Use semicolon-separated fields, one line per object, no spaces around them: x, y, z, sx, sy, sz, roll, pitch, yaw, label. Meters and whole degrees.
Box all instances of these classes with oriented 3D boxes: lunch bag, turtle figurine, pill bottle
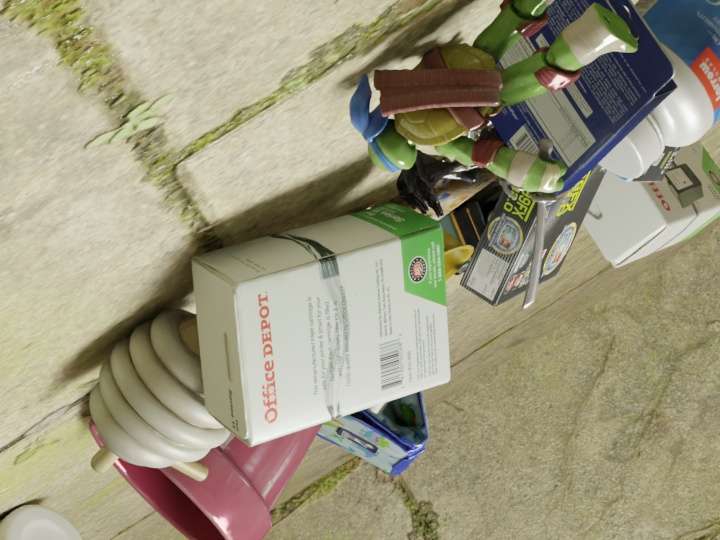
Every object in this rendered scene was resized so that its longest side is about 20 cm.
0.000;0.118;1.863;0.127;0.200;0.170;-30;170;-12;lunch bag
0.111;-0.122;1.257;0.194;0.200;0.144;-41;-159;23;turtle figurine
-0.407;0.356;2.001;0.200;0.112;0.112;-39;168;34;pill bottle
0.255;-0.170;1.407;0.200;0.112;0.112;-47;173;-14;pill bottle

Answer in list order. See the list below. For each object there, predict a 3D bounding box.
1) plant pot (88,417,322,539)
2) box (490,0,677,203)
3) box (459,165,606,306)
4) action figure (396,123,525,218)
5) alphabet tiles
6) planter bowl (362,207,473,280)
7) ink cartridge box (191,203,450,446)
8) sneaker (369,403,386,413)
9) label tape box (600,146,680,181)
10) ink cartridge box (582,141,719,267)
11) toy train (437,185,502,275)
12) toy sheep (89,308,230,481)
-0.132;0.154;1.718;0.179;0.200;0.200;-46;174;-18;plant pot
0.162;-0.148;1.325;0.032;0.121;0.200;-25;167;-32;box
0.182;-0.074;1.698;0.160;0.044;0.201;-20;138;-60;box
0.128;-0.108;1.471;0.200;0.102;0.119;-30;-177;-14;action figure
0.090;-0.081;1.749;0.200;0.008;0.167;-36;169;16;alphabet tiles
0.000;0.000;1.639;0.200;0.084;0.200;-31;170;-6;planter bowl
-0.031;0.041;1.457;0.199;0.147;0.083;-15;-156;-29;ink cartridge box
0.024;0.037;1.764;0.074;0.080;0.201;110;3;-71;sneaker
0.285;-0.159;1.660;0.144;0.066;0.200;-62;159;14;label tape box
0.305;-0.099;1.915;0.084;0.146;0.200;-39;168;33;ink cartridge box
0.141;-0.038;1.918;0.114;0.086;0.200;-22;173;10;toy train
-0.164;0.109;1.525;0.200;0.138;0.138;-49;166;15;toy sheep
